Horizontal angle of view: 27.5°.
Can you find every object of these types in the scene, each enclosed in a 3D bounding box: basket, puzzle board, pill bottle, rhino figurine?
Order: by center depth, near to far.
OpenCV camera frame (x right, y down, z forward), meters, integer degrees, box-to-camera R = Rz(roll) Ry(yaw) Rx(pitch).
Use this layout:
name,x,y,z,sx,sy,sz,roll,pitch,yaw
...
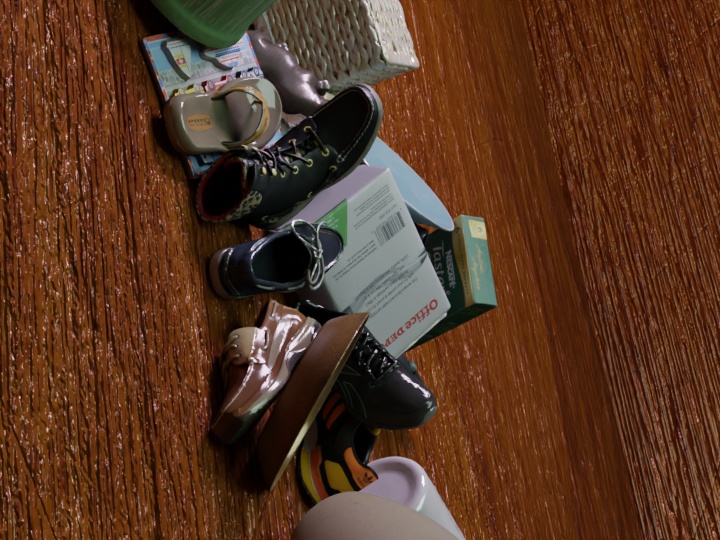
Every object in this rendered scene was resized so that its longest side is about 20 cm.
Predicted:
name,x,y,z,sx,sy,sz,roll,pitch,yaw
puzzle board,-0.152,-0.191,1.580,0.200,0.017,0.153,-32,104,-60
pill bottle,0.060,0.314,1.648,0.115,0.113,0.201,-86,153,-51
rhino figurine,-0.076,-0.211,1.711,0.200,0.060,0.087,41,14,21
basket,-0.039,-0.324,1.904,0.198,0.159,0.203,-20,93,-74

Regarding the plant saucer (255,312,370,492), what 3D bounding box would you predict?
name,x,y,z,sx,sy,sz,roll,pitch,yaw
plant saucer,-0.054,0.121,1.445,0.035,0.202,0.200,29,20,2

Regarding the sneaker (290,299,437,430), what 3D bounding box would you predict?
name,x,y,z,sx,sy,sz,roll,pitch,yaw
sneaker,-0.005,0.100,1.559,0.075,0.198,0.080,-42,148,-35

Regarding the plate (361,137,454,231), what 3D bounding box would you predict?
name,x,y,z,sx,sy,sz,roll,pitch,yaw
plate,0.037,-0.113,1.806,0.200,0.026,0.201,41,14,-13

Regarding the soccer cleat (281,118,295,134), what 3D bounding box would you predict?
name,x,y,z,sx,sy,sz,roll,pitch,yaw
soccer cleat,-0.074,-0.139,1.728,0.070,0.085,0.201,-87,154,-49

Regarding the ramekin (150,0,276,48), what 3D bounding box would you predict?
name,x,y,z,sx,sy,sz,roll,pitch,yaw
ramekin,-0.160,-0.347,1.559,0.200,0.097,0.202,41,31,-31

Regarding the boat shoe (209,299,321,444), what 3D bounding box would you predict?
name,x,y,z,sx,sy,sz,roll,pitch,yaw
boat shoe,-0.106,0.094,1.441,0.074,0.076,0.200,38,31,-2

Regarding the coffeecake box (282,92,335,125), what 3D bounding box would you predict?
name,x,y,z,sx,sy,sz,roll,pitch,yaw
coffeecake box,-0.028,-0.112,1.870,0.153,0.072,0.203,3,71,-73

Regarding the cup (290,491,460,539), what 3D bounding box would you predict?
name,x,y,z,sx,sy,sz,roll,pitch,yaw
cup,0.005,0.298,1.416,0.143,0.200,0.201,48,-4,45

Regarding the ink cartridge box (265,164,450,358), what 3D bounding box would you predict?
name,x,y,z,sx,sy,sz,roll,pitch,yaw
ink cartridge box,0.000,0.000,1.710,0.146,0.083,0.202,-37,117,-26

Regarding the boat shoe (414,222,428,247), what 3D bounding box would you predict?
name,x,y,z,sx,sy,sz,roll,pitch,yaw
boat shoe,0.048,0.021,1.846,0.072,0.067,0.202,-51,157,-51

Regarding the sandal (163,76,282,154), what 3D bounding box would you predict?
name,x,y,z,sx,sy,sz,roll,pitch,yaw
sandal,-0.131,-0.163,1.531,0.199,0.053,0.081,-21,94,-60

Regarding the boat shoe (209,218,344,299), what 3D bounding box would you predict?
name,x,y,z,sx,sy,sz,roll,pitch,yaw
boat shoe,-0.073,-0.014,1.541,0.199,0.061,0.076,-9,91,-53

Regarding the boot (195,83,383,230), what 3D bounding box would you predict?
name,x,y,z,sx,sy,sz,roll,pitch,yaw
boot,-0.073,-0.117,1.538,0.074,0.203,0.153,51,18,13

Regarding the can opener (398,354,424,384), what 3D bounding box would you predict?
name,x,y,z,sx,sy,sz,roll,pitch,yaw
can opener,0.052,0.141,1.883,0.200,0.063,0.079,51,27,-50

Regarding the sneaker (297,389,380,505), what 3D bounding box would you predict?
name,x,y,z,sx,sy,sz,roll,pitch,yaw
sneaker,-0.015,0.164,1.601,0.202,0.089,0.070,-90,155,-44

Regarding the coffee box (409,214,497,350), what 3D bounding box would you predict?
name,x,y,z,sx,sy,sz,roll,pitch,yaw
coffee box,0.090,0.021,1.894,0.044,0.199,0.125,10,65,-36
